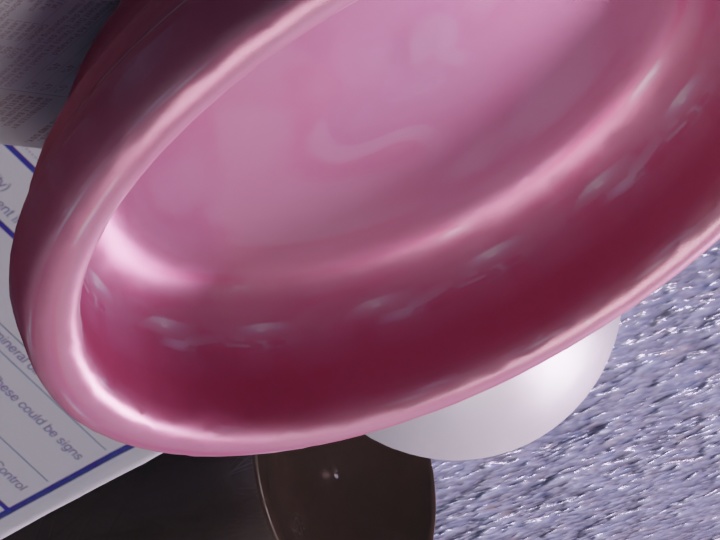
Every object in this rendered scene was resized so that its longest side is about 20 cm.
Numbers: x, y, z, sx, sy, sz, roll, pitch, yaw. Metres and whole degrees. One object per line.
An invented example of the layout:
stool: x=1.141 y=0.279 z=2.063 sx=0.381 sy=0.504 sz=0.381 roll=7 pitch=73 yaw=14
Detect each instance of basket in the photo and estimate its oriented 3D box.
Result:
basket: x=-0.081 y=0.097 z=1.144 sx=0.199 sy=0.181 sz=0.136 roll=-17 pitch=160 yaw=35

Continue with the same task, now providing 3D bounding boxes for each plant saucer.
plant saucer: x=0.013 y=-0.035 z=0.633 sx=0.200 sy=0.051 sz=0.201 roll=-22 pitch=152 yaw=-12

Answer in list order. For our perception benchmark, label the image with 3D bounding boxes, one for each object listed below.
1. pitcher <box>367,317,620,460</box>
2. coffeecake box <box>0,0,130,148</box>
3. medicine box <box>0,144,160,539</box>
pitcher: x=0.000 y=0.000 z=0.981 sx=0.171 sy=0.122 sz=0.200 roll=-22 pitch=155 yaw=5
coffeecake box: x=-0.077 y=-0.111 z=0.654 sx=0.199 sy=0.154 sz=0.073 roll=4 pitch=151 yaw=-45
medicine box: x=-0.116 y=-0.032 z=0.790 sx=0.200 sy=0.103 sz=0.182 roll=-29 pitch=117 yaw=34
